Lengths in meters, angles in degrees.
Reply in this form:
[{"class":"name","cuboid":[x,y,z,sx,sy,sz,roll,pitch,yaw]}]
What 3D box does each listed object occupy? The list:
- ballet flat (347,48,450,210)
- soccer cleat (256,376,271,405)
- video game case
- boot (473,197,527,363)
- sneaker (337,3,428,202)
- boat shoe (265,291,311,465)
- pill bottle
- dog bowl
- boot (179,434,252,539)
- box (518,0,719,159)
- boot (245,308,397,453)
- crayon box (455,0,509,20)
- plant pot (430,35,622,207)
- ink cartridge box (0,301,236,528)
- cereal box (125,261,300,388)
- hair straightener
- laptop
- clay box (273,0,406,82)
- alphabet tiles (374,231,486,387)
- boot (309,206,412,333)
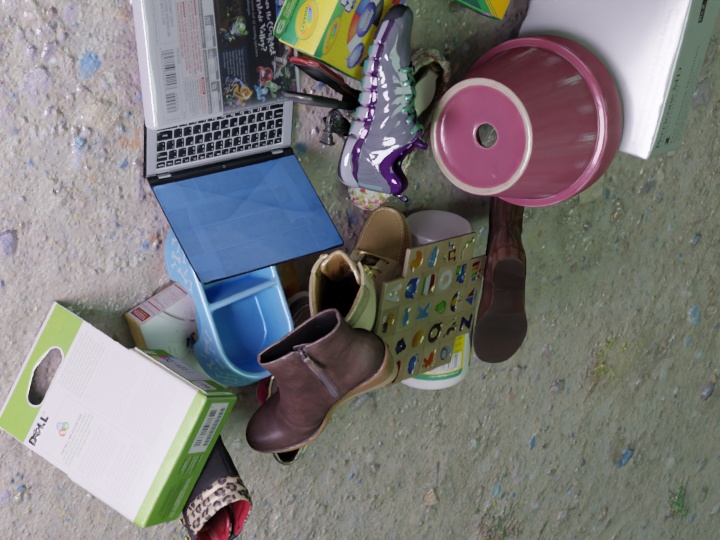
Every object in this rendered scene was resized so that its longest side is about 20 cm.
[{"class":"ballet flat","cuboid":[0.043,-0.163,1.483,0.075,0.064,0.202,25,90,-13]},{"class":"soccer cleat","cuboid":[-0.037,0.100,1.563,0.199,0.086,0.070,-33,105,2]},{"class":"video game case","cuboid":[-0.140,-0.253,1.268,0.180,0.023,0.203,-18,113,-37]},{"class":"boot","cuboid":[0.179,-0.012,1.640,0.063,0.201,0.188,7,130,-2]},{"class":"sneaker","cuboid":[0.043,-0.177,1.389,0.074,0.087,0.202,-34,141,-67]},{"class":"boat shoe","cuboid":[-0.072,0.124,1.478,0.071,0.060,0.202,6,113,-18]},{"class":"pill bottle","cuboid":[0.088,0.034,1.610,0.112,0.112,0.202,-20,125,-35]},{"class":"dog bowl","cuboid":[-0.133,0.026,1.376,0.111,0.049,0.203,-22,101,-28]},{"class":"boot","cuboid":[-0.190,0.233,1.392,0.073,0.151,0.201,1,137,-42]},{"class":"box","cuboid":[0.303,-0.261,1.568,0.130,0.198,0.201,-20,128,-56]},{"class":"boot","cuboid":[-0.069,0.113,1.355,0.199,0.073,0.166,-31,148,13]},{"class":"crayon box","cuboid":[0.143,-0.397,1.458,0.118,0.058,0.202,12,104,-46]},{"class":"plant pot","cuboid":[0.175,-0.164,1.487,0.178,0.198,0.203,-20,127,-55]},{"class":"ink cartridge box","cuboid":[-0.247,0.141,1.314,0.149,0.199,0.076,-62,161,5]},{"class":"cereal box","cuboid":[-0.154,0.059,1.445,0.199,0.039,0.145,-35,132,-25]},{"class":"hair straightener","cuboid":[-0.037,-0.168,1.379,0.200,0.040,0.078,14,89,-75]},{"class":"laptop","cuboid":[-0.114,-0.118,1.327,0.186,0.115,0.203,-17,123,-38]},{"class":"clay box","cuboid":[-0.017,-0.266,1.332,0.116,0.047,0.200,-66,163,7]},{"class":"alphabet tiles","cuboid":[0.080,0.044,1.499,0.199,0.006,0.169,-15,121,-50]},{"class":"boot","cuboid":[0.000,0.000,1.449,0.156,0.072,0.202,57,48,-65]}]
